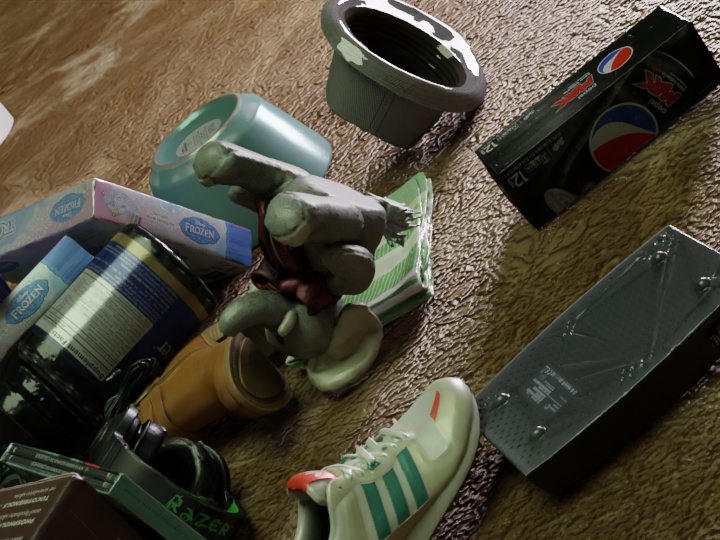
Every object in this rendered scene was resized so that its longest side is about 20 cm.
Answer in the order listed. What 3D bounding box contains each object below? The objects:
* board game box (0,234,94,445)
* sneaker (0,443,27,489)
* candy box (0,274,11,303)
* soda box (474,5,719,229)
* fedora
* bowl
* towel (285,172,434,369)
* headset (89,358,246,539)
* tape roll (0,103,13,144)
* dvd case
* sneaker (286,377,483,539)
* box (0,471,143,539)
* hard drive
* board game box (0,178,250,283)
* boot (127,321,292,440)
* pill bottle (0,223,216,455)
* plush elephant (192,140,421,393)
[{"bbox_3d":[-0.309,0.083,1.765,0.199,0.043,0.200,-49,-16,-13],"label":"board game box"},{"bbox_3d":[-0.310,0.206,1.673,0.083,0.071,0.199,-44,26,-27],"label":"sneaker"},{"bbox_3d":[-0.404,0.071,1.696,0.201,0.077,0.169,-57,-13,-17],"label":"candy box"},{"bbox_3d":[0.196,-0.126,1.548,0.199,0.063,0.071,-39,24,2],"label":"soda box"},{"bbox_3d":[0.028,-0.183,1.814,0.091,0.175,0.201,-61,14,25],"label":"fedora"},{"bbox_3d":[-0.138,-0.106,1.939,0.200,0.105,0.201,-31,24,16],"label":"bowl"},{"bbox_3d":[0.000,0.000,1.655,0.152,0.023,0.201,-31,25,18],"label":"towel"},{"bbox_3d":[-0.154,0.140,1.476,0.094,0.123,0.200,-58,35,0],"label":"headset"},{"bbox_3d":[-0.612,-0.187,2.799,0.201,0.071,0.203,-31,25,16],"label":"tape roll"},{"bbox_3d":[-0.177,0.188,1.427,0.199,0.146,0.022,6,58,57],"label":"dvd case"},{"bbox_3d":[0.006,0.145,1.264,0.201,0.093,0.070,-60,22,-17],"label":"sneaker"},{"bbox_3d":[-0.244,0.278,1.334,0.163,0.166,0.201,-16,33,42],"label":"box"},{"bbox_3d":[0.171,0.061,1.279,0.200,0.042,0.135,-42,24,-3],"label":"hard drive"},{"bbox_3d":[-0.243,-0.020,1.825,0.199,0.198,0.044,-17,66,40],"label":"board game box"},{"bbox_3d":[-0.141,0.111,1.585,0.155,0.077,0.200,-40,21,7],"label":"boot"},{"bbox_3d":[-0.230,0.066,1.666,0.200,0.112,0.112,-49,25,-10],"label":"pill bottle"},{"bbox_3d":[-0.052,0.004,1.526,0.164,0.199,0.156,33,106,44],"label":"plush elephant"}]
